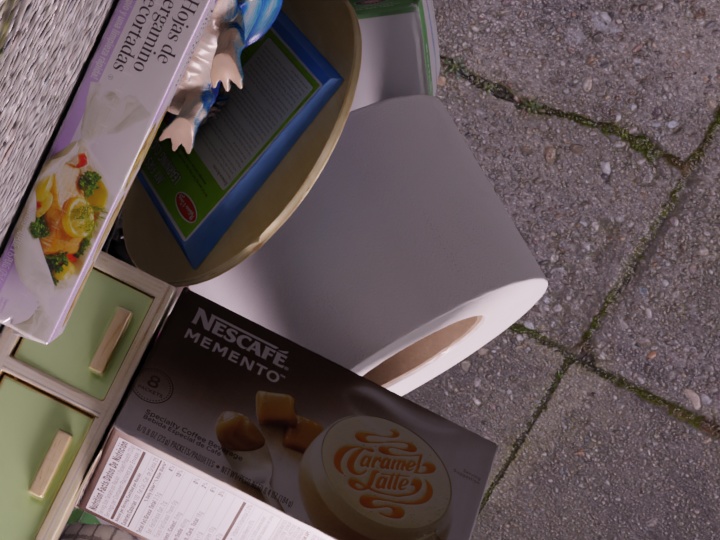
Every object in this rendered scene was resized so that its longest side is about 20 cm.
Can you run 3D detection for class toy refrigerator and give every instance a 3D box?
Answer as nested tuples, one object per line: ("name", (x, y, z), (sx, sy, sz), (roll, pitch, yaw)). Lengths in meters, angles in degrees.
("toy refrigerator", (-0.177, 0.084, 0.995), (0.201, 0.076, 0.070), (-64, -178, -6))

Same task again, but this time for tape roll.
("tape roll", (0.000, 0.000, 1.156), (0.202, 0.140, 0.203), (-28, 167, -7))

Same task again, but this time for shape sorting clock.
("shape sorting clock", (-0.071, -0.081, 1.065), (0.199, 0.039, 0.201), (-29, -138, 30))

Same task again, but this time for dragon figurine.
("dragon figurine", (-0.079, -0.131, 0.971), (0.200, 0.059, 0.100), (-56, -170, 44))

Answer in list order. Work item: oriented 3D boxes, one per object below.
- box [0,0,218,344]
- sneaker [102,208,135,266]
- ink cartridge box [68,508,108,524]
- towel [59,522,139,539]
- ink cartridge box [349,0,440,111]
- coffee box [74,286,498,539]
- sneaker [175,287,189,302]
("box", (-0.118, -0.063, 0.849), (0.041, 0.039, 0.201), (-101, -143, -84))
("sneaker", (-0.127, -0.062, 1.240), (0.200, 0.060, 0.104), (-62, -174, -25))
("ink cartridge box", (-0.224, 0.218, 1.349), (0.144, 0.084, 0.200), (-32, -169, 13))
("towel", (-0.208, 0.243, 1.069), (0.199, 0.086, 0.166), (-16, -141, 43))
("ink cartridge box", (-0.020, -0.155, 1.288), (0.200, 0.144, 0.088), (-80, 162, -71))
("coffee box", (-0.038, 0.112, 1.000), (0.080, 0.199, 0.115), (-60, -176, 43))
("sneaker", (-0.182, 0.085, 1.396), (0.200, 0.080, 0.077), (-44, -159, 32))
